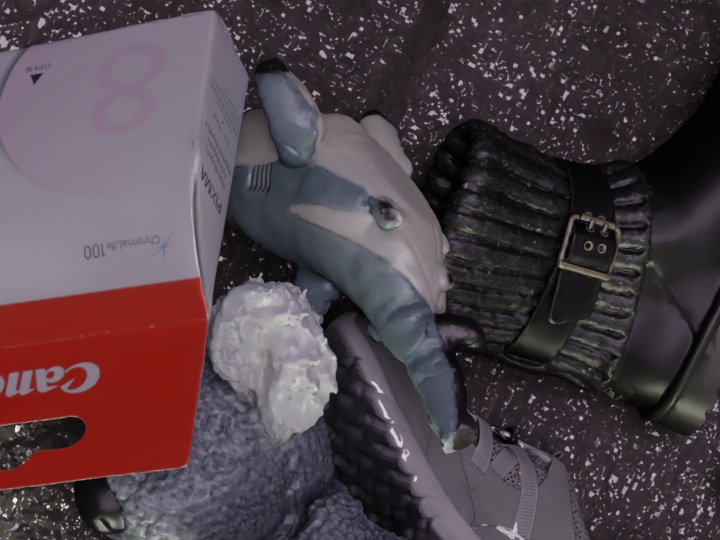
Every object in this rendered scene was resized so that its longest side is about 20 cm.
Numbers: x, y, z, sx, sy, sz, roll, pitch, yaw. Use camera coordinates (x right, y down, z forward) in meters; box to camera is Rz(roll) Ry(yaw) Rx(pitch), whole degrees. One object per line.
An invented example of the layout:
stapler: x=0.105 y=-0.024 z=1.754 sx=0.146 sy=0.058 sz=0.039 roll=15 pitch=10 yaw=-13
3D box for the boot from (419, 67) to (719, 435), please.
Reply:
boot: x=0.115 y=-0.043 z=1.116 sx=0.158 sy=0.079 sz=0.211 roll=23 pitch=83 yaw=-8

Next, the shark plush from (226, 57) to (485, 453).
shark plush: x=0.000 y=0.000 z=1.061 sx=0.083 sy=0.091 sz=0.200 roll=-45 pitch=67 yaw=16

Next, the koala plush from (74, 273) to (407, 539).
koala plush: x=-0.053 y=0.104 z=1.040 sx=0.184 sy=0.177 sz=0.200 roll=-16 pitch=88 yaw=-31

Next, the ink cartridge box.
ink cartridge box: x=-0.135 y=-0.008 z=1.005 sx=0.162 sy=0.057 sz=0.200 roll=-8 pitch=46 yaw=19

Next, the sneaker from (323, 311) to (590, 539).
sneaker: x=0.052 y=0.097 z=1.110 sx=0.082 sy=0.075 sz=0.200 roll=-38 pitch=100 yaw=-24
